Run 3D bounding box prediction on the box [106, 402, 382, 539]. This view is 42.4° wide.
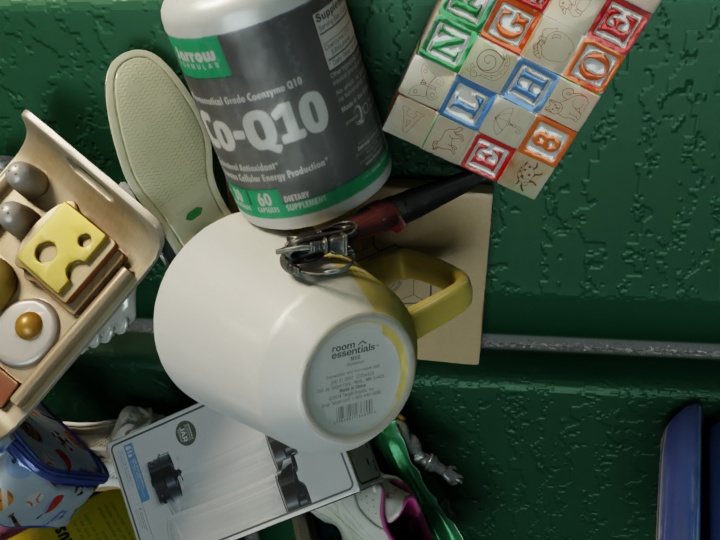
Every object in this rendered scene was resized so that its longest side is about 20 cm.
[{"bbox_3d":[-0.096,0.155,0.760,0.200,0.060,0.117,-23,78,15],"label":"box"}]

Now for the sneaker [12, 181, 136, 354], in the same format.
[{"bbox_3d":[-0.210,0.030,0.711,0.071,0.073,0.200,36,85,-15],"label":"sneaker"}]

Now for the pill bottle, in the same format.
[{"bbox_3d":[-0.057,-0.137,0.592,0.113,0.113,0.200,-9,122,17],"label":"pill bottle"}]

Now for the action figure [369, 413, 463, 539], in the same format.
[{"bbox_3d":[0.049,0.184,0.817,0.118,0.055,0.200,0,120,62],"label":"action figure"}]

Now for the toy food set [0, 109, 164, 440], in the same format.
[{"bbox_3d":[-0.249,0.003,0.644,0.143,0.060,0.200,38,83,15],"label":"toy food set"}]

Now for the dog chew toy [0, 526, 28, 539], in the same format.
[{"bbox_3d":[-0.343,0.234,0.908,0.124,0.125,0.200,-19,127,22],"label":"dog chew toy"}]

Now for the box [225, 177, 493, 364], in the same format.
[{"bbox_3d":[0.000,0.000,0.732,0.199,0.021,0.164,4,125,8],"label":"box"}]

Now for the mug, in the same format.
[{"bbox_3d":[-0.029,0.032,0.617,0.187,0.153,0.149,-52,123,-10],"label":"mug"}]

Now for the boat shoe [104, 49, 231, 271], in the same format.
[{"bbox_3d":[-0.140,-0.061,0.684,0.068,0.072,0.200,6,122,58],"label":"boat shoe"}]

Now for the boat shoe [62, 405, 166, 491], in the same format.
[{"bbox_3d":[-0.206,0.159,0.853,0.199,0.071,0.070,-8,110,14],"label":"boat shoe"}]

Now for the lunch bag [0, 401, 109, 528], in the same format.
[{"bbox_3d":[-0.312,0.129,0.785,0.200,0.160,0.076,41,87,17],"label":"lunch bag"}]

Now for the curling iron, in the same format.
[{"bbox_3d":[0.023,-0.034,0.606,0.049,0.200,0.026,7,112,40],"label":"curling iron"}]

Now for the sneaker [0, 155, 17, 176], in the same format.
[{"bbox_3d":[-0.274,0.005,0.749,0.077,0.086,0.200,7,126,5],"label":"sneaker"}]

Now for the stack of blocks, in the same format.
[{"bbox_3d":[0.107,-0.157,0.579,0.115,0.059,0.200,24,126,-6],"label":"stack of blocks"}]

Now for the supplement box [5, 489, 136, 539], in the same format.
[{"bbox_3d":[-0.243,0.290,0.865,0.200,0.109,0.109,-24,128,-26],"label":"supplement box"}]

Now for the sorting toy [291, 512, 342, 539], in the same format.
[{"bbox_3d":[0.020,0.291,0.816,0.036,0.185,0.200,-41,123,12],"label":"sorting toy"}]

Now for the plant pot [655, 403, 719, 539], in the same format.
[{"bbox_3d":[0.328,0.222,0.720,0.179,0.200,0.200,-3,124,22],"label":"plant pot"}]

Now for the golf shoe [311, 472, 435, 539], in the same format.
[{"bbox_3d":[0.005,0.192,0.791,0.200,0.075,0.092,52,125,24],"label":"golf shoe"}]
